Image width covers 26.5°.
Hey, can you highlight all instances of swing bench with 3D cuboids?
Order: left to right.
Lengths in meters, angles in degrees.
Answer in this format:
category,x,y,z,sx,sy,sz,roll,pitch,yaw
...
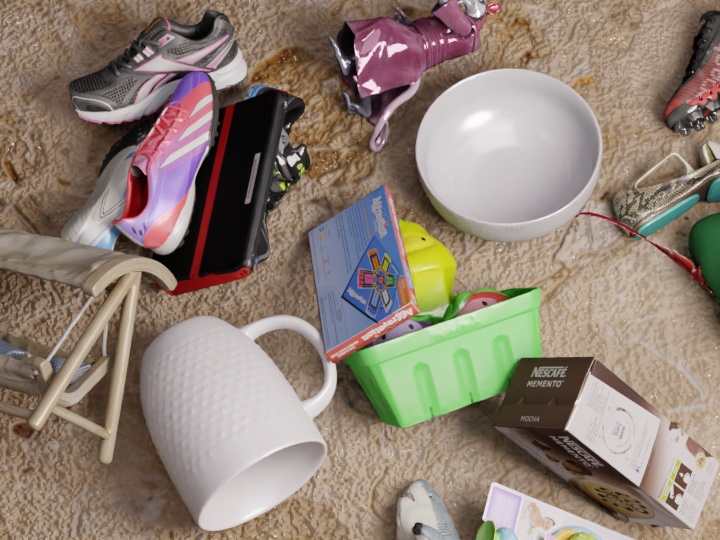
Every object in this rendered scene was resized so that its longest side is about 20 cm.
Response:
category,x,y,z,sx,sy,sz,roll,pitch,yaw
swing bench,-0.315,0.055,1.474,0.197,0.130,0.202,10,74,29

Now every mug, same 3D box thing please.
category,x,y,z,sx,sy,sz,roll,pitch,yaw
mug,-0.116,0.126,1.503,0.199,0.148,0.176,-32,67,-4

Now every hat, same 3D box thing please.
category,x,y,z,sx,sy,sz,roll,pitch,yaw
hat,0.366,-0.021,1.651,0.175,0.201,0.166,13,50,39

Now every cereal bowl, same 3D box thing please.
category,x,y,z,sx,sy,sz,roll,pitch,yaw
cereal bowl,0.159,-0.112,1.635,0.197,0.084,0.202,-4,60,6

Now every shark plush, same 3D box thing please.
category,x,y,z,sx,sy,sz,roll,pitch,yaw
shark plush,0.109,0.298,1.518,0.199,0.091,0.083,38,42,12

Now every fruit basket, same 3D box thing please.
category,x,y,z,sx,sy,sz,roll,pitch,yaw
fruit basket,0.072,0.039,1.566,0.212,0.155,0.219,0,88,-12

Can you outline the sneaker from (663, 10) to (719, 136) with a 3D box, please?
category,x,y,z,sx,sy,sz,roll,pitch,yaw
sneaker,0.399,-0.234,1.719,0.200,0.071,0.098,-41,80,-18

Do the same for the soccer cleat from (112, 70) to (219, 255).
category,x,y,z,sx,sy,sz,roll,pitch,yaw
soccer cleat,-0.199,-0.120,1.570,0.073,0.068,0.203,24,71,-38

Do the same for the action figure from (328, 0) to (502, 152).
category,x,y,z,sx,sy,sz,roll,pitch,yaw
action figure,0.070,-0.244,1.656,0.198,0.134,0.150,-22,76,-10

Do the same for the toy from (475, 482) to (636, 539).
category,x,y,z,sx,sy,sz,roll,pitch,yaw
toy,0.206,0.295,1.506,0.198,0.047,0.117,23,70,-16

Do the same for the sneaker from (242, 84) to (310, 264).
category,x,y,z,sx,sy,sz,roll,pitch,yaw
sneaker,-0.096,-0.105,1.625,0.081,0.071,0.202,6,68,3

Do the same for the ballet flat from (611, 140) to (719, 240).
category,x,y,z,sx,sy,sz,roll,pitch,yaw
ballet flat,0.367,-0.100,1.677,0.198,0.068,0.076,-21,68,-8

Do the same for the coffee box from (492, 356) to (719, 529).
category,x,y,z,sx,sy,sz,roll,pitch,yaw
coffee box,0.242,0.169,1.501,0.199,0.112,0.080,38,68,-27

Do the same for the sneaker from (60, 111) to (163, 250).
category,x,y,z,sx,sy,sz,roll,pitch,yaw
sneaker,-0.243,-0.087,1.614,0.072,0.071,0.201,43,62,-27

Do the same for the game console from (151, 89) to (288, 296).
category,x,y,z,sx,sy,sz,roll,pitch,yaw
game console,-0.144,-0.078,1.566,0.031,0.176,0.203,24,68,-38

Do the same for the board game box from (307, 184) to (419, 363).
category,x,y,z,sx,sy,sz,roll,pitch,yaw
board game box,0.000,0.000,1.547,0.102,0.019,0.201,-32,35,16

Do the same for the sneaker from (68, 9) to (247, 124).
category,x,y,z,sx,sy,sz,roll,pitch,yaw
sneaker,-0.222,-0.228,1.634,0.198,0.087,0.080,-22,40,-19
